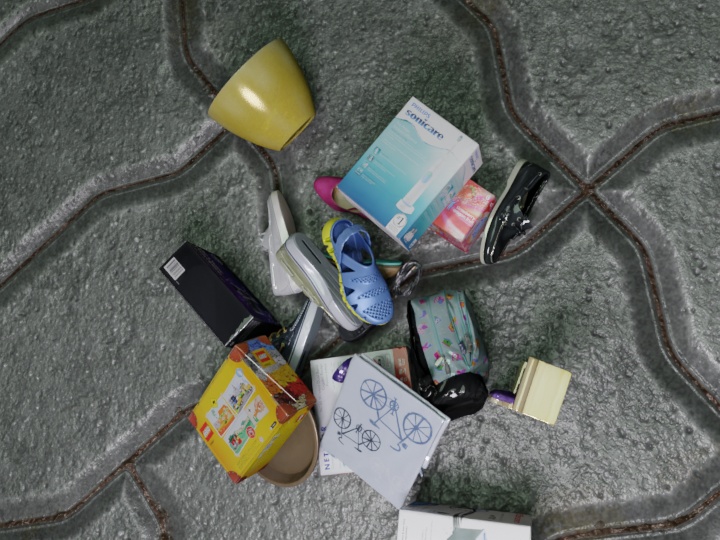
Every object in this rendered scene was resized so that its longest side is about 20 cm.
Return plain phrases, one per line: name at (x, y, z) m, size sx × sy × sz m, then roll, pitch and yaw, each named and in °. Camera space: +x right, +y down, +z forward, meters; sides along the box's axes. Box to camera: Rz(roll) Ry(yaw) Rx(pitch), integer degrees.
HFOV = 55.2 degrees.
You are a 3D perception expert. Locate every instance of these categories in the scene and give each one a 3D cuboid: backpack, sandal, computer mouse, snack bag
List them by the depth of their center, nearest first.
snack bag at (0.033, 0.262, 1.108) m, size 0.188 × 0.021 × 0.201 m, roll 32°, pitch 115°, yaw 26°
backpack at (0.145, 0.133, 1.146) m, size 0.126 × 0.167 × 0.201 m, roll -13°, pitch 62°, yaw 3°
sandal at (0.000, 0.000, 1.161) m, size 0.079 × 0.087 × 0.201 m, roll -29°, pitch 94°, yaw -22°
computer mouse at (0.037, 0.056, 1.228) m, size 0.200 × 0.034 × 0.059 m, roll -42°, pitch 69°, yaw 15°

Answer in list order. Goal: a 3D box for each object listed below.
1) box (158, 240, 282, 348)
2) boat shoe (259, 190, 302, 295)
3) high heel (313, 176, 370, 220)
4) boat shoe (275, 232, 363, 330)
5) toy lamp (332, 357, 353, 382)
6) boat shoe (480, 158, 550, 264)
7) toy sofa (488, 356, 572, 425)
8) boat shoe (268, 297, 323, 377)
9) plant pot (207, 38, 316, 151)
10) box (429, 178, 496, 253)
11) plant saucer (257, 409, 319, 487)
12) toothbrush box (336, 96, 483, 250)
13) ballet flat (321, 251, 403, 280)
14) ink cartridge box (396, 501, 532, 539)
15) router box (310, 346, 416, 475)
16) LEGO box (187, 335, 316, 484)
box at (-0.254, 0.052, 1.265) m, size 0.079 × 0.141 × 0.200 m, roll -45°, pitch 72°, yaw 0°
boat shoe at (-0.156, -0.050, 1.302) m, size 0.068 × 0.072 × 0.202 m, roll -15°, pitch 85°, yaw 11°
high heel at (-0.011, -0.132, 1.260) m, size 0.199 × 0.096 × 0.068 m, roll 33°, pitch 89°, yaw 18°
boat shoe at (-0.070, 0.025, 1.213) m, size 0.062 × 0.072 × 0.201 m, roll -36°, pitch 90°, yaw 36°
toy lamp at (0.040, 0.228, 1.143) m, size 0.200 × 0.058 × 0.058 m, roll 43°, pitch 92°, yaw 18°
boat shoe at (0.271, -0.095, 1.190) m, size 0.066 × 0.075 × 0.200 m, roll 21°, pitch 75°, yaw 29°
toy sofa at (0.259, 0.180, 1.072) m, size 0.097 × 0.200 × 0.083 m, roll 21°, pitch 85°, yaw 12°
boat shoe at (-0.137, 0.127, 1.252) m, size 0.090 × 0.071 × 0.202 m, roll 20°, pitch 87°, yaw 12°
plant pot at (-0.168, -0.313, 1.307) m, size 0.200 × 0.200 × 0.142 m, roll -45°, pitch 97°, yaw 3°
box at (0.135, -0.134, 1.222) m, size 0.200 × 0.095 × 0.103 m, roll 38°, pitch 89°, yaw 18°
plant saucer at (-0.145, 0.279, 1.209) m, size 0.199 × 0.029 × 0.202 m, roll 8°, pitch 103°, yaw 35°
toothbrush box at (0.084, -0.160, 1.146) m, size 0.146 × 0.085 × 0.200 m, roll 39°, pitch 91°, yaw 19°
ballet flat at (-0.022, 0.007, 1.250) m, size 0.198 × 0.068 × 0.073 m, roll 7°, pitch 96°, yaw 6°
ink cartridge box at (0.166, 0.420, 1.075) m, size 0.198 × 0.146 × 0.087 m, roll 1°, pitch 77°, yaw 14°
router box at (0.011, 0.246, 1.202) m, size 0.178 × 0.049 × 0.202 m, roll -10°, pitch 77°, yaw 13°
LEGO box at (-0.187, 0.236, 1.166) m, size 0.149 × 0.077 × 0.200 m, roll 48°, pitch 122°, yaw 19°
